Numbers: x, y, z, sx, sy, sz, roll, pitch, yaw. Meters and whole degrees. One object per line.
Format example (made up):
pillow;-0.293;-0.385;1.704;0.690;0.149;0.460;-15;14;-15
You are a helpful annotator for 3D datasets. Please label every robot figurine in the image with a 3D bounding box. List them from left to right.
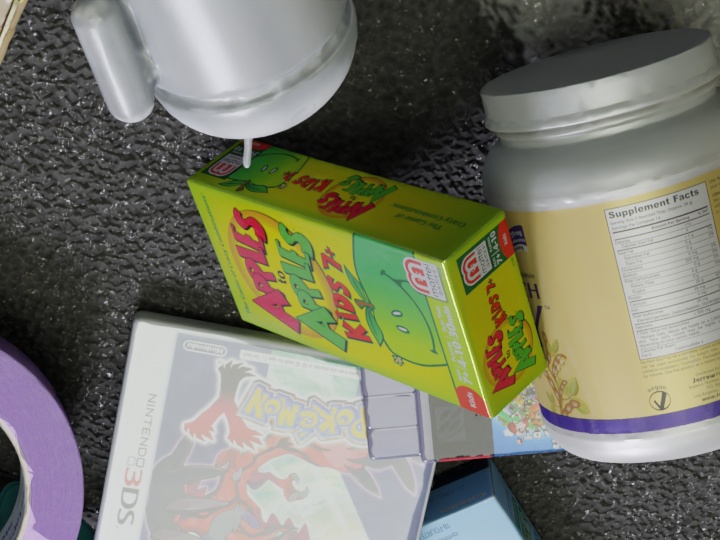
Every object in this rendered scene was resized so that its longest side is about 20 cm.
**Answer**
robot figurine;-0.069;-0.147;0.817;0.170;0.113;0.200;-40;135;-19

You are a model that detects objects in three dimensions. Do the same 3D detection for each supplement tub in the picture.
supplement tub;0.146;-0.015;0.877;0.145;0.145;0.200;-14;103;8

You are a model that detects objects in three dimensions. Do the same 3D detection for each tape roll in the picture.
tape roll;-0.266;0.127;0.977;0.200;0.066;0.201;-1;95;-14

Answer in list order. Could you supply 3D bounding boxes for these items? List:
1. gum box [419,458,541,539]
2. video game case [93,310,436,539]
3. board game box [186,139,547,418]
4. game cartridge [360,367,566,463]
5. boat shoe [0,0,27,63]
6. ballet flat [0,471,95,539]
gum box;0.056;0.237;1.124;0.170;0.045;0.200;-24;121;13
video game case;-0.057;0.130;1.025;0.200;0.023;0.183;10;102;-7
board game box;0.000;0.000;0.887;0.048;0.200;0.102;-40;128;-29
game cartridge;0.099;0.046;0.983;0.200;0.038;0.130;-5;100;2
boat shoe;-0.173;-0.184;0.830;0.066;0.074;0.200;17;117;-40
ballet flat;-0.248;0.158;1.057;0.200;0.067;0.064;35;130;-17
